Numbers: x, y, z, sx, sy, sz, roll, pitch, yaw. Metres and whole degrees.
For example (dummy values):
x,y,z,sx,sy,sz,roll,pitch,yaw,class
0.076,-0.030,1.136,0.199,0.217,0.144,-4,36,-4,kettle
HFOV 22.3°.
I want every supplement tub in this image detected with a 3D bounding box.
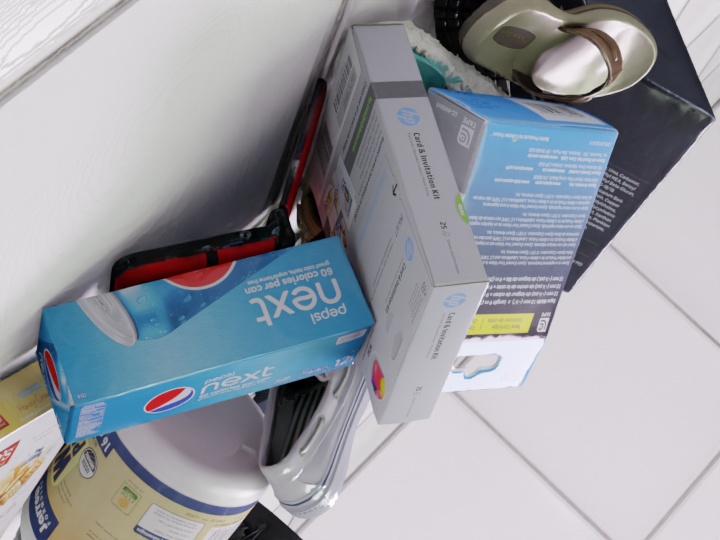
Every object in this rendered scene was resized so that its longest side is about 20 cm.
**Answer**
x,y,z,sx,sy,sz,roll,pitch,yaw,class
-0.169,0.175,1.377,0.200,0.144,0.144,-52,170,26,supplement tub

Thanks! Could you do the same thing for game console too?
x,y,z,sx,sy,sz,roll,pitch,yaw,class
-0.102,-0.025,1.251,0.171,0.120,0.200,-12,159,-15,game console

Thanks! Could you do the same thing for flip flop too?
x,y,z,sx,sy,sz,roll,pitch,yaw,class
0.145,-0.149,1.281,0.199,0.058,0.081,7,130,-52,flip flop

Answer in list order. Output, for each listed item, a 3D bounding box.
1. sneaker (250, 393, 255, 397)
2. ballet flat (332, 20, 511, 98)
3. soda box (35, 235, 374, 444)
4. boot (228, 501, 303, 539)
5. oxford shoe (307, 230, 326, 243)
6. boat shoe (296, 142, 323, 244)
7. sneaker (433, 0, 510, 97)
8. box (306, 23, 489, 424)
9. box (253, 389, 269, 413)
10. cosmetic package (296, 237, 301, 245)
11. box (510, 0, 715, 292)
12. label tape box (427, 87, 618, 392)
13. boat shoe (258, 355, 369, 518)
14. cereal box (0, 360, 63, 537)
x,y,z,sx,sy,sz,roll,pitch,yaw,class
-0.083,0.076,1.486,0.139,0.078,0.200,-21,157,-36,sneaker
0.042,-0.132,1.261,0.072,0.072,0.199,-49,141,12,ballet flat
-0.097,0.042,1.139,0.198,0.068,0.064,-14,157,-21,soda box
-0.150,0.269,1.683,0.165,0.200,0.066,-45,171,-15,boot
0.000,0.000,1.308,0.200,0.071,0.072,-47,-147,24,oxford shoe
-0.019,-0.054,1.366,0.063,0.073,0.201,-28,161,-30,boat shoe
0.089,-0.195,1.332,0.201,0.075,0.088,103,-4,-52,sneaker
0.019,-0.030,1.155,0.041,0.202,0.156,-4,146,-17,box
-0.055,0.094,1.609,0.198,0.051,0.158,-26,166,6,box
-0.038,0.013,1.604,0.082,0.051,0.200,-41,170,-17,cosmetic package
0.169,-0.128,1.498,0.201,0.117,0.198,-53,-155,29,box
0.084,-0.019,1.265,0.142,0.066,0.202,0,116,-45,label tape box
-0.031,0.084,1.357,0.073,0.067,0.201,-16,-136,23,boat shoe
-0.254,0.144,1.176,0.201,0.039,0.144,-53,170,32,cereal box
